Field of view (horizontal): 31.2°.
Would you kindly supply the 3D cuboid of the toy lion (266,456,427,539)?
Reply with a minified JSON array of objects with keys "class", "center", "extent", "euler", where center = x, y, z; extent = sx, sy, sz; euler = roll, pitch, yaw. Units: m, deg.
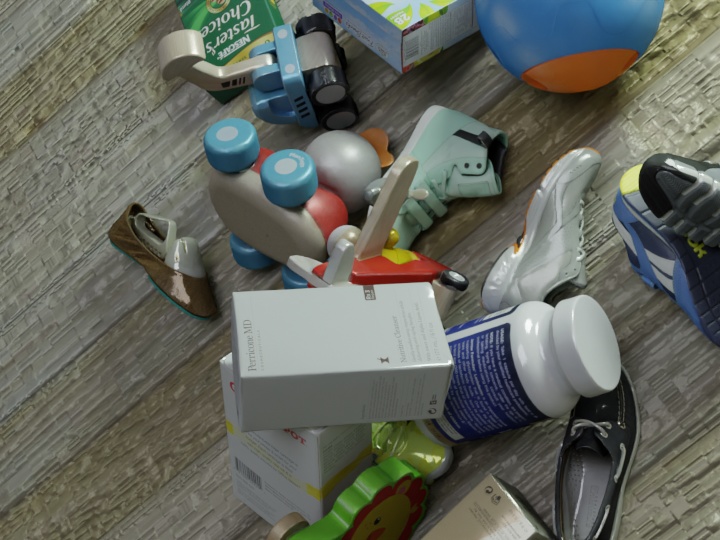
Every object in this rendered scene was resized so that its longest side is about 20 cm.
[{"class":"toy lion","center":[-0.011,0.285,1.290],"extent":[0.068,0.190,0.202],"euler":[36,129,31]}]

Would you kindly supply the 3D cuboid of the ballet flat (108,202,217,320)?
[{"class":"ballet flat","center":[-0.233,-0.021,1.557],"extent":[0.200,0.067,0.073],"euler":[40,113,37]}]

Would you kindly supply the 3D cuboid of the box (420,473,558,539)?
[{"class":"box","center":[0.093,0.302,1.263],"extent":[0.200,0.095,0.078],"euler":[-44,58,4]}]

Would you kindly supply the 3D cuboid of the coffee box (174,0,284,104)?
[{"class":"coffee box","center":[-0.167,-0.327,1.652],"extent":[0.122,0.044,0.202],"euler":[-28,62,15]}]

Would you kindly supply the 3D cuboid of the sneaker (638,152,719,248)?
[{"class":"sneaker","center":[0.357,-0.082,1.245],"extent":[0.075,0.198,0.117],"euler":[-41,24,53]}]

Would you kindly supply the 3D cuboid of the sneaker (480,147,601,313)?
[{"class":"sneaker","center":[0.211,-0.028,1.346],"extent":[0.091,0.076,0.202],"euler":[30,94,24]}]

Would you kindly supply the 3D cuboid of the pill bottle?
[{"class":"pill bottle","center":[0.149,0.097,1.273],"extent":[0.198,0.115,0.117],"euler":[-21,62,35]}]

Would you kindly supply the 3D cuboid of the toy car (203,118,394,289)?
[{"class":"toy car","center":[-0.053,-0.105,1.471],"extent":[0.176,0.186,0.200],"euler":[30,57,33]}]

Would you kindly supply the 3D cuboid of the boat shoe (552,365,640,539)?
[{"class":"boat shoe","center":[0.225,0.181,1.260],"extent":[0.073,0.060,0.203],"euler":[5,74,29]}]

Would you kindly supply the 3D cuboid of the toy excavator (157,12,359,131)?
[{"class":"toy excavator","center":[-0.116,-0.224,1.490],"extent":[0.197,0.195,0.101],"euler":[-16,65,4]}]

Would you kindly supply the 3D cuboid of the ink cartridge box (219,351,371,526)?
[{"class":"ink cartridge box","center":[-0.063,0.178,1.320],"extent":[0.144,0.202,0.083],"euler":[32,50,32]}]

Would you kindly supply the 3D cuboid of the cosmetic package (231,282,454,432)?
[{"class":"cosmetic package","center":[-0.023,0.080,1.216],"extent":[0.197,0.082,0.114],"euler":[-3,45,-12]}]

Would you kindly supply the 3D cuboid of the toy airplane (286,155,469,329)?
[{"class":"toy airplane","center":[0.000,0.000,1.339],"extent":[0.199,0.200,0.141],"euler":[-34,45,-12]}]

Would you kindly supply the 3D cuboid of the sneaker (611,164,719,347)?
[{"class":"sneaker","center":[0.319,-0.009,1.283],"extent":[0.073,0.082,0.202],"euler":[-25,75,-19]}]

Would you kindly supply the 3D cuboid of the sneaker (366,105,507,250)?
[{"class":"sneaker","center":[0.087,-0.082,1.415],"extent":[0.117,0.074,0.202],"euler":[20,79,37]}]

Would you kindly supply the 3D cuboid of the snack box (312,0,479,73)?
[{"class":"snack box","center":[0.069,-0.330,1.473],"extent":[0.199,0.068,0.168],"euler":[-32,55,-23]}]

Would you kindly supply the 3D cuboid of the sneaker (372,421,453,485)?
[{"class":"sneaker","center":[0.006,0.171,1.364],"extent":[0.198,0.076,0.076],"euler":[17,79,30]}]

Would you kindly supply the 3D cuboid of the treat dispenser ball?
[{"class":"treat dispenser ball","center":[0.219,-0.289,1.354],"extent":[0.198,0.201,0.204],"euler":[-9,68,23]}]
